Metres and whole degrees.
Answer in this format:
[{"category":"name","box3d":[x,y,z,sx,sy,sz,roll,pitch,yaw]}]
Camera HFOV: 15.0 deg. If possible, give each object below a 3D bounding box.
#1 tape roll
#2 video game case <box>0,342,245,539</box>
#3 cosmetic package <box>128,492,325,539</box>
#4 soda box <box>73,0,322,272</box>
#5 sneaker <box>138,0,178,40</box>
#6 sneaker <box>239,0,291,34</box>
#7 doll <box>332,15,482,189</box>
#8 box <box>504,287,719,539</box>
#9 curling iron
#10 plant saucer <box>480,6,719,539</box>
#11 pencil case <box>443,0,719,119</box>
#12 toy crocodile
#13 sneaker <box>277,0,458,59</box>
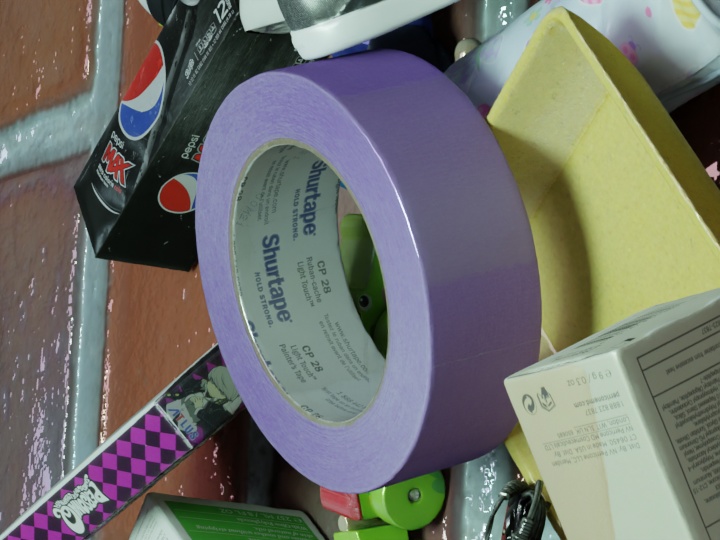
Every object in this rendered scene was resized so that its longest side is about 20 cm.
[{"category":"tape roll","box3d":[0.000,0.000,1.284,0.200,0.065,0.201,27,124,51]},{"category":"video game case","box3d":[-0.096,0.079,1.481,0.036,0.181,0.200,49,135,0]},{"category":"cosmetic package","box3d":[-0.044,0.206,1.417,0.200,0.107,0.085,45,118,50]},{"category":"soda box","box3d":[-0.094,-0.092,1.599,0.200,0.070,0.064,-56,39,34]},{"category":"sneaker","box3d":[-0.070,-0.207,1.615,0.083,0.072,0.200,57,134,15]},{"category":"sneaker","box3d":[0.013,-0.215,1.386,0.199,0.080,0.147,-19,84,23]},{"category":"doll","box3d":[0.013,-0.096,1.454,0.136,0.048,0.201,-37,59,40]},{"category":"box","box3d":[0.146,0.114,1.085,0.078,0.095,0.201,-19,93,55]},{"category":"curling iron","box3d":[0.062,0.183,1.284,0.025,0.050,0.201,16,123,15]},{"category":"plant saucer","box3d":[0.115,0.015,1.214,0.201,0.048,0.200,60,144,25]},{"category":"pencil case","box3d":[0.116,-0.098,1.260,0.200,0.083,0.091,-36,34,47]},{"category":"toy crocodile","box3d":[0.002,0.071,1.404,0.067,0.061,0.201,13,104,57]},{"category":"sneaker","box3d":[0.044,-0.186,1.276,0.073,0.199,0.112,-154,41,-76]}]
